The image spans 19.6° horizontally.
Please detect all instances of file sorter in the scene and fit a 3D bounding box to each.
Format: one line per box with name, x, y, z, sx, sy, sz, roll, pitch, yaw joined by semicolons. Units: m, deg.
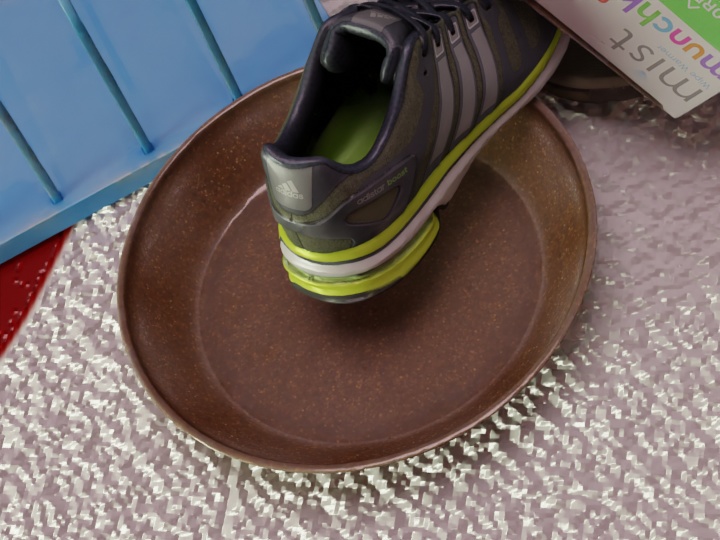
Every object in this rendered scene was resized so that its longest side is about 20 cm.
file sorter;-0.130;-0.121;0.917;0.200;0.123;0.139;-28;55;-3

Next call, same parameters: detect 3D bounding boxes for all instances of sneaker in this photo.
sneaker;0.026;-0.085;0.826;0.074;0.081;0.200;17;65;26

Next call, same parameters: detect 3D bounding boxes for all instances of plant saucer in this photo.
plant saucer;0.000;0.000;0.851;0.200;0.037;0.201;-8;56;11

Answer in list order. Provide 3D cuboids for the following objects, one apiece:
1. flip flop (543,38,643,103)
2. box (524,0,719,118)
flip flop;0.092;-0.156;0.908;0.081;0.058;0.200;-14;59;8
box;0.102;-0.194;0.828;0.097;0.200;0.177;-35;22;50
